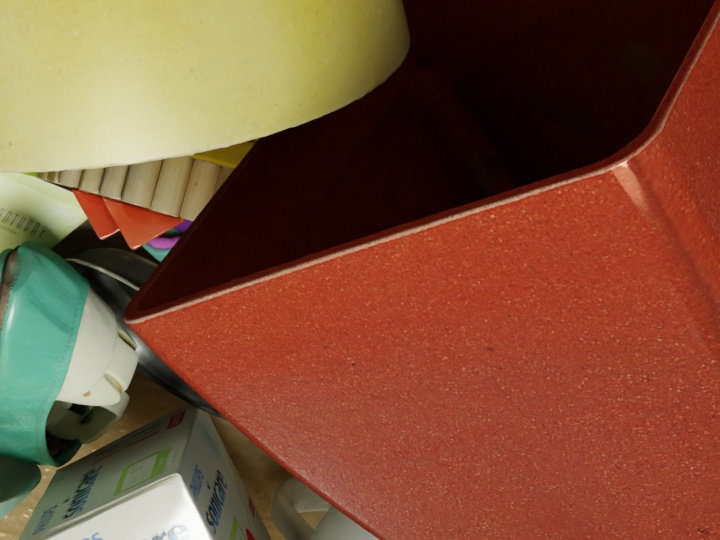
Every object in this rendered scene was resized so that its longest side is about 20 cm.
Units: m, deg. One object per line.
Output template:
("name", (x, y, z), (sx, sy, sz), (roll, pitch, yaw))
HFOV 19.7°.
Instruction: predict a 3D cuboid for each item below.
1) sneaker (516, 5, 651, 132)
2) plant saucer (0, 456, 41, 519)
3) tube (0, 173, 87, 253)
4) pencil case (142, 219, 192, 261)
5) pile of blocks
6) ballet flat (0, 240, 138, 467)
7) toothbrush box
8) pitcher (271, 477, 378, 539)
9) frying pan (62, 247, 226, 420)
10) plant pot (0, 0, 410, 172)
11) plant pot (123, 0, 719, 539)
("sneaker", (0.132, -0.064, 0.801), (0.200, 0.077, 0.082), (33, 166, -9))
("plant saucer", (-0.249, 0.109, 0.965), (0.200, 0.201, 0.039), (4, 97, 1))
("tube", (-0.206, 0.012, 0.942), (0.200, 0.058, 0.052), (-40, 84, 33))
("pencil case", (0.000, 0.000, 0.876), (0.085, 0.093, 0.200), (-4, 146, 47))
("pile of blocks", (-0.107, -0.046, 0.779), (0.199, 0.062, 0.082), (15, 180, 29))
("ballet flat", (-0.135, 0.041, 0.931), (0.070, 0.068, 0.200), (15, 158, -7))
("toothbrush box", (-0.069, 0.178, 0.945), (0.086, 0.146, 0.201), (-27, 98, 4))
("pitcher", (0.020, 0.136, 0.967), (0.171, 0.200, 0.122), (1, 102, 17))
("frying pan", (-0.072, 0.024, 0.897), (0.115, 0.031, 0.190), (42, 159, -16))
("plant pot", (-0.089, -0.133, 0.672), (0.199, 0.200, 0.143), (-2, 113, 8))
("plant pot", (0.083, 0.002, 0.671), (0.199, 0.200, 0.177), (-18, 117, 39))
